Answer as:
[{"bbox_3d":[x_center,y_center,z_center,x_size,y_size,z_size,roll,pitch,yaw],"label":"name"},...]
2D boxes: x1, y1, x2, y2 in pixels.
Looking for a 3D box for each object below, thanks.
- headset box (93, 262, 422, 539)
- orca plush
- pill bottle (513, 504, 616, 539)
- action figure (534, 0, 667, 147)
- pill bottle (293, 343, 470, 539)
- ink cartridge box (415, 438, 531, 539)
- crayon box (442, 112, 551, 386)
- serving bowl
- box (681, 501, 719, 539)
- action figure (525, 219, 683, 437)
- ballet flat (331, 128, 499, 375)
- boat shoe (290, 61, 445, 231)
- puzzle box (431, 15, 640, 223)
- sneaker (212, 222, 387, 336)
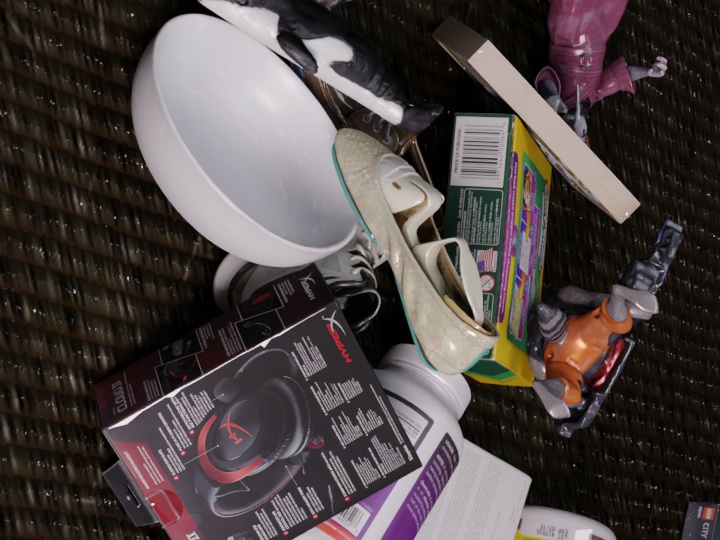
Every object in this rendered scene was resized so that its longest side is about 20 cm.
[{"bbox_3d":[-0.080,0.112,1.144,0.199,0.075,0.149,-30,115,-2],"label":"headset box"},{"bbox_3d":[-0.020,-0.177,1.217,0.199,0.105,0.071,32,97,-6],"label":"orca plush"},{"bbox_3d":[0.153,0.313,1.433,0.109,0.109,0.202,32,65,-43],"label":"pill bottle"},{"bbox_3d":[0.194,-0.206,1.534,0.133,0.149,0.202,-5,112,-31],"label":"action figure"},{"bbox_3d":[0.005,0.156,1.262,0.201,0.112,0.113,-55,127,-30],"label":"pill bottle"},{"bbox_3d":[0.039,0.207,1.373,0.199,0.050,0.163,31,65,-24],"label":"ink cartridge box"},{"bbox_3d":[0.114,-0.013,1.397,0.172,0.058,0.202,35,60,-71],"label":"crayon box"},{"bbox_3d":[-0.091,-0.082,1.174,0.200,0.066,0.201,37,32,-28],"label":"serving bowl"},{"bbox_3d":[0.371,0.361,1.731,0.136,0.037,0.202,36,62,-42],"label":"box"},{"bbox_3d":[0.185,0.033,1.346,0.104,0.193,0.201,27,90,-1],"label":"action figure"},{"bbox_3d":[0.045,-0.024,1.187,0.067,0.062,0.201,-7,69,-56],"label":"ballet flat"},{"bbox_3d":[0.014,-0.111,1.321,0.072,0.072,0.201,-53,126,-37],"label":"boat shoe"},{"bbox_3d":[0.147,-0.129,1.406,0.025,0.133,0.200,-44,109,4],"label":"puzzle box"},{"bbox_3d":[0.000,0.000,1.234,0.200,0.115,0.076,-29,129,-28],"label":"sneaker"}]
